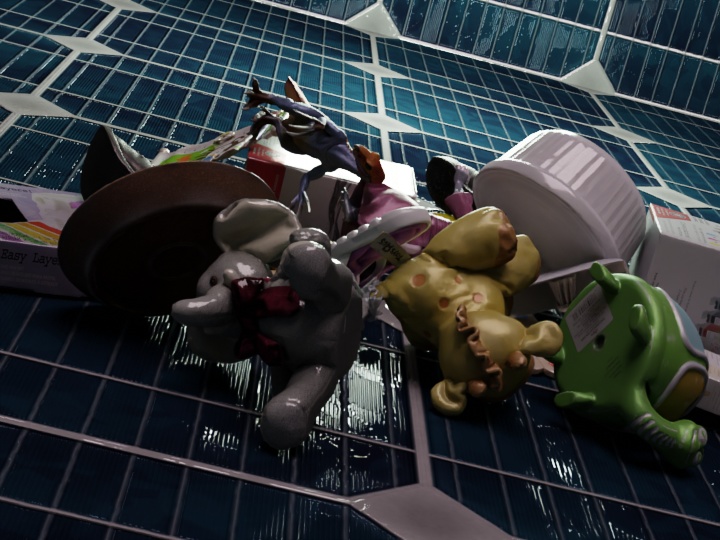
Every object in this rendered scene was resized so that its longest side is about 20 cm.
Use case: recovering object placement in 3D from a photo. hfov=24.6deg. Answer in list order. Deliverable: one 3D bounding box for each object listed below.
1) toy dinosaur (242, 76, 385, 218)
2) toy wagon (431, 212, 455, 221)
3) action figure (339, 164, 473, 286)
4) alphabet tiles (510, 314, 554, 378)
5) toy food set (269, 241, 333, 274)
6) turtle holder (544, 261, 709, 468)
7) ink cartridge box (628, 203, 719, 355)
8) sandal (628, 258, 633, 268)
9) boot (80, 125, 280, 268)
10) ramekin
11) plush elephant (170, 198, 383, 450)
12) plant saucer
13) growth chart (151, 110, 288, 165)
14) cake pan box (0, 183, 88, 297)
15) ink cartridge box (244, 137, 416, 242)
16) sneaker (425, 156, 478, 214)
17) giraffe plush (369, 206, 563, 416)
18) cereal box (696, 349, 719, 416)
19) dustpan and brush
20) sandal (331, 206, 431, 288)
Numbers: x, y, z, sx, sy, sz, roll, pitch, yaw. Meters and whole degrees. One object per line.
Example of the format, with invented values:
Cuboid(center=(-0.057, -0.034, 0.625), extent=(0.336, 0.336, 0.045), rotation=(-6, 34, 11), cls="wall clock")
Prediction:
Cuboid(center=(-0.039, -0.152, 1.786), extent=(0.181, 0.105, 0.200), rotation=(21, 47, 15), cls="toy dinosaur")
Cuboid(center=(0.133, -0.031, 1.982), extent=(0.199, 0.040, 0.155), rotation=(2, 20, -39), cls="toy wagon")
Cuboid(center=(0.077, -0.039, 1.788), extent=(0.199, 0.135, 0.149), rotation=(8, 18, -15), cls="action figure")
Cuboid(center=(0.150, 0.064, 1.722), extent=(0.199, 0.015, 0.196), rotation=(12, 16, -13), cls="alphabet tiles")
Cuboid(center=(-0.132, -0.035, 1.735), extent=(0.197, 0.049, 0.200), rotation=(5, 19, -31), cls="toy food set")
Cuboid(center=(0.265, 0.088, 1.530), extent=(0.131, 0.141, 0.185), rotation=(25, 2, -31), cls="turtle holder")
Cuboid(center=(0.399, 0.033, 1.821), extent=(0.199, 0.145, 0.145), rotation=(16, 15, 1), cls="ink cartridge box")
Cuboid(center=(0.387, 0.019, 2.013), extent=(0.057, 0.080, 0.200), rotation=(7, -1, 45), cls="sandal")
Cuboid(center=(-0.173, -0.064, 1.627), extent=(0.174, 0.069, 0.200), rotation=(12, 26, -38), cls="boot")
Cuboid(center=(0.229, -0.068, 1.842), extent=(0.202, 0.203, 0.094), rotation=(28, 63, 38), cls="ramekin")
Cuboid(center=(-0.082, 0.032, 1.367), extent=(0.154, 0.166, 0.200), rotation=(11, 15, 17), cls="plush elephant")
Cuboid(center=(-0.164, -0.019, 1.446), extent=(0.199, 0.200, 0.035), rotation=(5, 49, -31), cls="plant saucer")
Cuboid(center=(-0.169, -0.145, 1.927), extent=(0.199, 0.018, 0.145), rotation=(-19, 17, 9), cls="growth chart")
Cuboid(center=(-0.309, -0.031, 1.556), extent=(0.199, 0.053, 0.184), rotation=(7, 16, -28), cls="cake pan box")
Cuboid(center=(-0.041, -0.091, 1.940), extent=(0.199, 0.083, 0.147), rotation=(13, 17, -4), cls="ink cartridge box")
Cuboid(center=(0.170, -0.081, 2.013), extent=(0.104, 0.060, 0.200), rotation=(1, 26, -35), cls="sneaker")
Cuboid(center=(0.106, 0.051, 1.518), extent=(0.200, 0.173, 0.162), rotation=(13, 34, -48), cls="giraffe plush")
Cuboid(center=(0.316, 0.097, 1.682), extent=(0.199, 0.040, 0.144), rotation=(22, 11, 8), cls="cereal box")
Cuboid(center=(0.222, 0.026, 1.778), extent=(0.139, 0.058, 0.200), rotation=(-16, 2, 7), cls="dustpan and brush")
Cuboid(center=(-0.006, 0.001, 1.572), extent=(0.082, 0.203, 0.050), rotation=(-7, 69, -39), cls="sandal")
